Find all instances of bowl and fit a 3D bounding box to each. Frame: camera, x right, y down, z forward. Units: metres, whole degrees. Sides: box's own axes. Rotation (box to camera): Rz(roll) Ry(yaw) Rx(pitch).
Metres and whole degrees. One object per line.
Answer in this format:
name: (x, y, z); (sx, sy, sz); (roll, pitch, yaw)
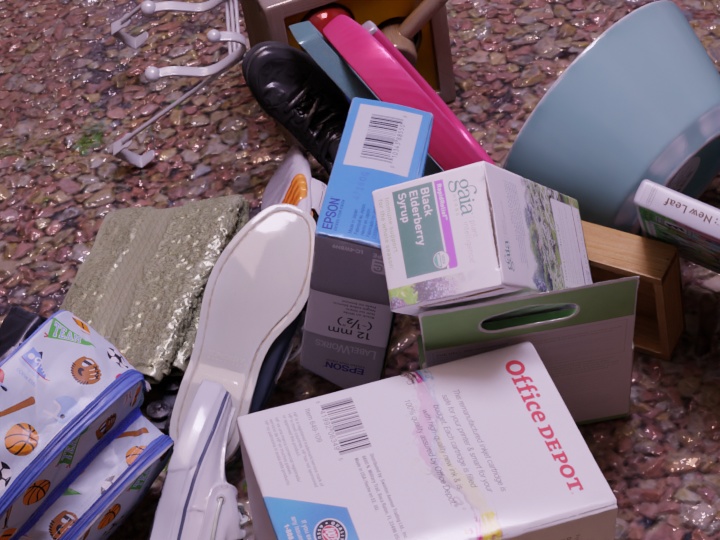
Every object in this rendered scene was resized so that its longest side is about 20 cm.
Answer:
bowl: (0.214, -0.097, 1.289); (0.201, 0.201, 0.105); (-37, 69, -25)

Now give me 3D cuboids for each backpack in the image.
backpack: (-0.218, 0.121, 1.118); (0.154, 0.191, 0.200); (33, 69, 9)

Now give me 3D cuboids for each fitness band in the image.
fitness band: (0.046, -0.131, 1.341); (0.037, 0.200, 0.144); (-42, 33, 7)

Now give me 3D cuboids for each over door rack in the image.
over door rack: (-0.169, -0.200, 1.428); (0.066, 0.200, 0.148); (14, 55, -31)

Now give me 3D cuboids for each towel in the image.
towel: (-0.172, 0.017, 1.310); (0.148, 0.037, 0.200); (-7, 42, 29)

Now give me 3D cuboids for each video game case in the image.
video game case: (0.277, -0.004, 1.148); (0.182, 0.200, 0.022); (24, 89, 13)

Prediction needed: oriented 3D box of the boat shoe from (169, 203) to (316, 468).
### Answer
boat shoe: (-0.080, 0.050, 1.210); (0.075, 0.062, 0.201); (15, 81, 6)

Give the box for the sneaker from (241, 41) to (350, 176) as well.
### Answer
sneaker: (-0.011, -0.102, 1.342); (0.060, 0.200, 0.104); (-44, 22, 1)

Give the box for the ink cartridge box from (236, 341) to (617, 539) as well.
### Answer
ink cartridge box: (0.041, 0.164, 1.055); (0.199, 0.146, 0.147); (-14, 44, -10)

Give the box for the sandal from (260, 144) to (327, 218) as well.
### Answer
sandal: (-0.040, -0.040, 1.330); (0.059, 0.079, 0.207); (26, 25, -14)

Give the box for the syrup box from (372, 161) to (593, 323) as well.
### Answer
syrup box: (0.086, -0.013, 1.107); (0.081, 0.200, 0.079); (-14, 80, 24)

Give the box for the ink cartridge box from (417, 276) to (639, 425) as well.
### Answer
ink cartridge box: (0.111, 0.050, 1.129); (0.145, 0.200, 0.048); (-10, 56, 0)

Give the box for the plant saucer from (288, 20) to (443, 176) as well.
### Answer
plant saucer: (0.018, -0.120, 1.327); (0.019, 0.200, 0.070); (-41, 20, 6)

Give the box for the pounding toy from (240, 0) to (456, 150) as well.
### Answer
pounding toy: (0.012, -0.216, 1.432); (0.199, 0.184, 0.142); (-19, 44, -9)

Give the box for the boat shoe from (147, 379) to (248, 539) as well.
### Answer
boat shoe: (-0.108, 0.176, 1.122); (0.067, 0.074, 0.201); (17, 74, -5)

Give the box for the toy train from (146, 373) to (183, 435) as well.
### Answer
toy train: (-0.109, 0.053, 1.289); (0.046, 0.034, 0.200); (8, 47, 16)

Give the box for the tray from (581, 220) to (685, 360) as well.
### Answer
tray: (0.141, -0.002, 1.247); (0.199, 0.099, 0.037); (18, 59, 27)

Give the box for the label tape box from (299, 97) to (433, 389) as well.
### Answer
label tape box: (0.000, 0.000, 1.196); (0.066, 0.200, 0.144); (13, 46, 1)
